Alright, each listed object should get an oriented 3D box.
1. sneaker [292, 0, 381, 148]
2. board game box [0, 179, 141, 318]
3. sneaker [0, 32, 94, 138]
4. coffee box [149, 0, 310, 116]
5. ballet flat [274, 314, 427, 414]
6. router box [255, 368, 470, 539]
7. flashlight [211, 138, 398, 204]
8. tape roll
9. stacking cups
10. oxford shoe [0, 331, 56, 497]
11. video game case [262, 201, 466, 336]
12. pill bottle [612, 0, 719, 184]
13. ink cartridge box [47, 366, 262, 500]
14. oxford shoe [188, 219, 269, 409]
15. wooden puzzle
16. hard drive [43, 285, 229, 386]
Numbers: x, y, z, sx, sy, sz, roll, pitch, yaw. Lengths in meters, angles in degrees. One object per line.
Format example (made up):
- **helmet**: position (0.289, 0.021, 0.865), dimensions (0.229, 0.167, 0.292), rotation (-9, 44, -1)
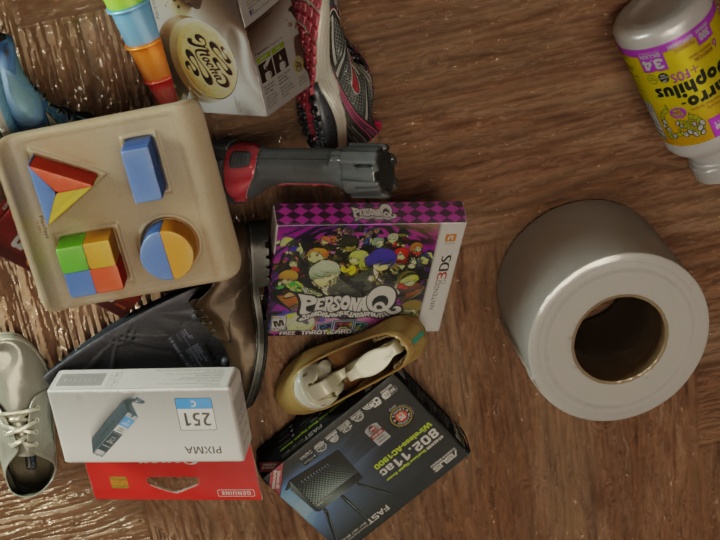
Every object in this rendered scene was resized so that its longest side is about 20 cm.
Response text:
- **sneaker**: position (-0.028, -0.206, 1.433), dimensions (0.074, 0.081, 0.201), rotation (-23, 133, -17)
- **board game box**: position (-0.278, -0.028, 1.457), dimensions (0.103, 0.019, 0.200), rotation (-48, 138, 9)
- **sneaker**: position (-0.309, -0.149, 1.417), dimensions (0.089, 0.078, 0.201), rotation (-25, 127, -8)
- **coffee box**: position (-0.130, -0.253, 1.357), dimensions (0.112, 0.080, 0.201), rotation (8, 125, 34)
- **ballet flat**: position (-0.020, 0.107, 1.570), dimensions (0.199, 0.063, 0.069), rotation (-31, 98, 22)
- **router box**: position (0.002, 0.207, 1.648), dimensions (0.200, 0.062, 0.150), rotation (-39, 118, 10)
- **flashlight**: position (-0.061, -0.096, 1.433), dimensions (0.198, 0.068, 0.069), rotation (3, 117, 23)
- **tape roll**: position (0.260, 0.042, 1.572), dimensions (0.201, 0.139, 0.204), rotation (-5, 117, -9)
- **stacking cups**: position (-0.214, -0.243, 1.393), dimensions (0.060, 0.061, 0.201), rotation (-21, 123, 0)
- **oxford shoe**: position (-0.363, 0.160, 1.560), dimensions (0.074, 0.058, 0.202), rotation (-6, 115, -5)
- **video game case**: position (0.000, 0.000, 1.525), dimensions (0.198, 0.036, 0.182), rotation (-1, 139, -11)
- **pill bottle**: position (0.342, -0.189, 1.492), dimensions (0.104, 0.104, 0.201), rotation (-30, 118, 5)
- **ink cartridge box**: position (-0.213, 0.186, 1.530), dimensions (0.198, 0.045, 0.178), rotation (-2, 120, 11)
- **oxford shoe**: position (-0.137, 0.047, 1.509), dimensions (0.084, 0.073, 0.202), rotation (-3, 103, -11)
- **wooden puzzle**: position (-0.227, -0.054, 1.369), dimensions (0.198, 0.046, 0.187), rotation (-12, 116, 1)
- **hard drive**: position (-0.225, 0.102, 1.564), dimensions (0.199, 0.042, 0.135), rotation (-30, 117, 4)
